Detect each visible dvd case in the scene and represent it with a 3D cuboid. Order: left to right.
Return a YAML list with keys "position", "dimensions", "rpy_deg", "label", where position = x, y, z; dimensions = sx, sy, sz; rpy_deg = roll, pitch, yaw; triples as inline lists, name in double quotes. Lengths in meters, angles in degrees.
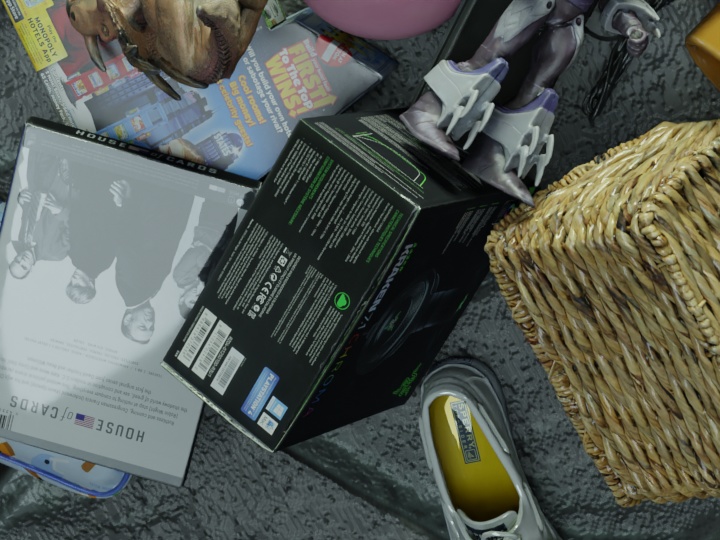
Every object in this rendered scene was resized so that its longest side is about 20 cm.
- position: [-0.156, 0.021, 1.523]
  dimensions: [0.149, 0.025, 0.202]
  rpy_deg: [16, 107, 0]
  label: "dvd case"

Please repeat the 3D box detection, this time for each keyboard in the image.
- position: [0.117, -0.149, 1.455]
  dimensions: [0.127, 0.021, 0.201]
  rpy_deg: [28, 91, -26]
  label: "keyboard"

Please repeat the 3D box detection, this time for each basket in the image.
- position: [0.193, 0.019, 1.432]
  dimensions: [0.148, 0.143, 0.201]
  rpy_deg: [-12, 114, 52]
  label: "basket"

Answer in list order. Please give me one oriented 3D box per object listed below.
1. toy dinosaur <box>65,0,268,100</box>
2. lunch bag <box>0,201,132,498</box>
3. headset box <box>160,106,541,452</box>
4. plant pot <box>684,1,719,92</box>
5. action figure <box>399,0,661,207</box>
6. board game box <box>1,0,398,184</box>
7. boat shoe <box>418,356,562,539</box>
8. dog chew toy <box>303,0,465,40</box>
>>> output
- position: [-0.097, -0.146, 1.412]
  dimensions: [0.085, 0.200, 0.136]
  rpy_deg: [15, 110, -24]
  label: "toy dinosaur"
- position: [-0.215, 0.052, 1.593]
  dimensions: [0.199, 0.076, 0.161]
  rpy_deg: [23, 111, 4]
  label: "lunch bag"
- position: [0.000, 0.000, 1.473]
  dimensions: [0.093, 0.200, 0.175]
  rpy_deg: [37, 109, 17]
  label: "headset box"
- position: [0.314, -0.126, 1.382]
  dimensions: [0.200, 0.200, 0.183]
  rpy_deg: [43, 94, -2]
  label: "plant pot"
- position: [0.110, -0.144, 1.402]
  dimensions: [0.130, 0.069, 0.201]
  rpy_deg: [29, 93, -34]
  label: "action figure"
- position: [-0.089, -0.129, 1.522]
  dimensions: [0.199, 0.062, 0.201]
  rpy_deg: [-23, 98, 15]
  label: "board game box"
- position: [0.083, 0.159, 1.553]
  dimensions: [0.074, 0.086, 0.204]
  rpy_deg: [-13, 102, 15]
  label: "boat shoe"
- position: [0.022, -0.231, 1.415]
  dimensions: [0.124, 0.125, 0.201]
  rpy_deg: [18, 133, 6]
  label: "dog chew toy"
